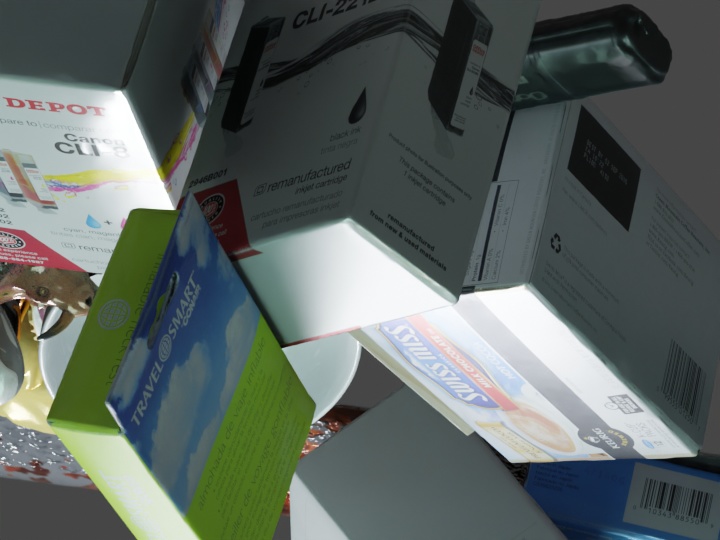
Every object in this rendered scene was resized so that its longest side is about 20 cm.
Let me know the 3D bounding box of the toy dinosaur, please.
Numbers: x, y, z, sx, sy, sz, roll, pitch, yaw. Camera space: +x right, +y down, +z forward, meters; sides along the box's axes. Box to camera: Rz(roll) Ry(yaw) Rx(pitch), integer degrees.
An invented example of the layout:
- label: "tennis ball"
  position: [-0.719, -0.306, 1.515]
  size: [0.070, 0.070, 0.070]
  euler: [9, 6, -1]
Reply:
- label: "toy dinosaur"
  position: [-0.254, -0.022, 1.688]
  size: [0.200, 0.136, 0.086]
  euler: [-6, 174, 32]

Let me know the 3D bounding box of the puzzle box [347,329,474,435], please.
- label: "puzzle box"
  position: [0.000, 0.000, 1.651]
  size: [0.025, 0.133, 0.200]
  euler: [-37, 135, 12]

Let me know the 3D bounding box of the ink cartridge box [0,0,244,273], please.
- label: "ink cartridge box"
  position: [-0.148, -0.108, 1.487]
  size: [0.145, 0.145, 0.200]
  euler: [7, 152, 14]

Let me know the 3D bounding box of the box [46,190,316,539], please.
- label: "box"
  position: [-0.085, 0.062, 1.369]
  size: [0.048, 0.122, 0.200]
  euler: [6, 149, 23]

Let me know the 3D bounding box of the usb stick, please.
- label: "usb stick"
  position: [0.072, -0.105, 1.511]
  size: [0.200, 0.033, 0.055]
  euler: [-8, 148, 37]

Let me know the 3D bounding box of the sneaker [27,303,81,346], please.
- label: "sneaker"
  position: [-0.142, 0.042, 1.868]
  size: [0.090, 0.075, 0.200]
  euler: [-14, 147, 20]

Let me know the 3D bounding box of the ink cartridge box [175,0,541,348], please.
- label: "ink cartridge box"
  position: [-0.003, -0.074, 1.422]
  size: [0.144, 0.200, 0.084]
  euler: [-15, 138, 44]

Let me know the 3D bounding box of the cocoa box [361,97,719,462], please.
- label: "cocoa box"
  position: [0.100, 0.006, 1.596]
  size: [0.131, 0.134, 0.200]
  euler: [-6, 147, 35]

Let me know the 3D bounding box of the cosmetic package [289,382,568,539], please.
- label: "cosmetic package"
  position: [0.055, 0.210, 1.925]
  size: [0.200, 0.123, 0.200]
  euler: [50, 163, 22]

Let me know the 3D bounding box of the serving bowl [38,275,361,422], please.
- label: "serving bowl"
  position: [-0.100, 0.029, 1.778]
  size: [0.199, 0.066, 0.200]
  euler: [-3, 135, -3]

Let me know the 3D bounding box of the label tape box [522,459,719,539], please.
- label: "label tape box"
  position: [0.177, 0.193, 2.000]
  size: [0.143, 0.066, 0.200]
  euler: [13, 156, 4]

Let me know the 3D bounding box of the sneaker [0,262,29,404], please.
- label: "sneaker"
  position: [-0.238, 0.018, 1.775]
  size: [0.077, 0.200, 0.078]
  euler: [5, 119, -28]

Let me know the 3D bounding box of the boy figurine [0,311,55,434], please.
- label: "boy figurine"
  position: [-0.209, 0.081, 1.971]
  size: [0.124, 0.065, 0.200]
  euler: [-6, 146, 35]
